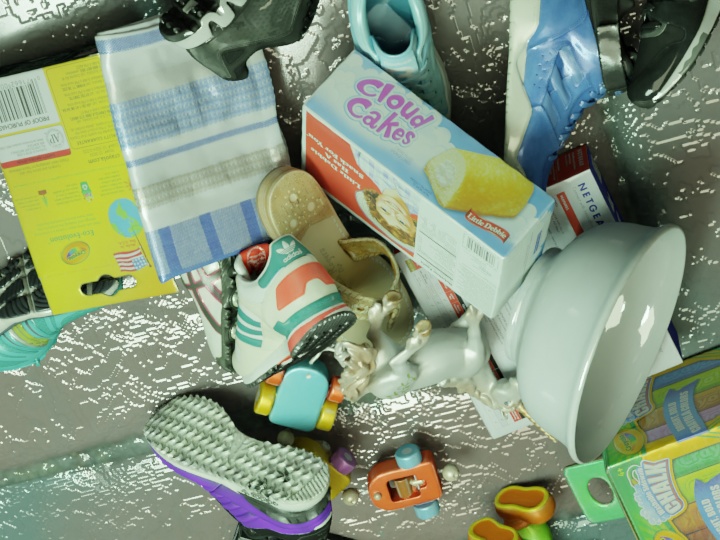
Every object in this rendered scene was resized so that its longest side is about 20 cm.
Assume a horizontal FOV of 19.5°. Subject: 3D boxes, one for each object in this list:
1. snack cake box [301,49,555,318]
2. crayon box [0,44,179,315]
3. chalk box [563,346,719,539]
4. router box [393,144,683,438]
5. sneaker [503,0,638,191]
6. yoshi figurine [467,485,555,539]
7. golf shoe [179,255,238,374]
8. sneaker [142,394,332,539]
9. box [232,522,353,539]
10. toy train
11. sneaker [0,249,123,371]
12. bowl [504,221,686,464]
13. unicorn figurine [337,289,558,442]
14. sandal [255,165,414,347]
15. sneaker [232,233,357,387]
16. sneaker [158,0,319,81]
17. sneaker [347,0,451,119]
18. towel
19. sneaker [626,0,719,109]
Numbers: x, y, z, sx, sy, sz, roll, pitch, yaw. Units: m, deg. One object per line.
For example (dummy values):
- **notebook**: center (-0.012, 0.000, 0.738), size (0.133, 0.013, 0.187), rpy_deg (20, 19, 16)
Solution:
- **snack cake box**: center (0.049, -0.065, 1.619), size (0.199, 0.067, 0.115), rpy_deg (38, 161, 14)
- **crayon box**: center (-0.217, -0.073, 1.671), size (0.126, 0.051, 0.202), rpy_deg (-9, 106, 24)
- **chalk box**: center (0.273, 0.164, 1.773), size (0.198, 0.124, 0.125), rpy_deg (-23, 115, 14)
- **router box**: center (0.148, 0.022, 1.744), size (0.178, 0.049, 0.201), rpy_deg (-22, 115, 13)
- **sneaker**: center (0.168, -0.132, 1.630), size (0.110, 0.077, 0.202), rpy_deg (3, 98, 4)
- **yoshi figurine**: center (0.167, 0.297, 1.861), size (0.111, 0.112, 0.201), rpy_deg (-16, 120, 3)
- **golf shoe**: center (-0.121, -0.010, 1.738), size (0.087, 0.077, 0.202), rpy_deg (15, 125, 25)
- **sneaker**: center (-0.103, 0.183, 1.790), size (0.199, 0.070, 0.100), rpy_deg (25, 145, 34)
- **box**: center (-0.035, 0.318, 1.913), size (0.198, 0.044, 0.161), rpy_deg (15, 118, -6)
- **toy train**: center (-0.008, 0.134, 1.812), size (0.149, 0.056, 0.201), rpy_deg (-19, 118, 9)
- **sneaker**: center (-0.282, 0.039, 1.771), size (0.199, 0.078, 0.080), rpy_deg (-22, 135, 19)
- **bowl**: center (0.173, 0.042, 1.640), size (0.090, 0.201, 0.203), rpy_deg (24, 120, 21)
- **unicorn figurine**: center (0.071, 0.069, 1.693), size (0.198, 0.074, 0.138), rpy_deg (-1, 135, -12)
- **sandal**: center (-0.004, 0.004, 1.667), size (0.078, 0.069, 0.212), rpy_deg (-49, 127, -15)
- **sneaker**: center (-0.066, 0.027, 1.660), size (0.070, 0.200, 0.094), rpy_deg (-25, 85, -21)
- **sneaker**: center (-0.058, -0.223, 1.600), size (0.200, 0.066, 0.091), rpy_deg (-45, 127, -4)
- **sneaker**: center (0.025, -0.165, 1.630), size (0.073, 0.082, 0.201), rpy_deg (-12, 120, 10)
- **towel**: center (-0.121, -0.107, 1.625), size (0.146, 0.024, 0.202), rpy_deg (-20, 102, -33)
- **sneaker**: center (0.234, -0.223, 1.580), size (0.087, 0.076, 0.201), rpy_deg (28, 88, -5)
